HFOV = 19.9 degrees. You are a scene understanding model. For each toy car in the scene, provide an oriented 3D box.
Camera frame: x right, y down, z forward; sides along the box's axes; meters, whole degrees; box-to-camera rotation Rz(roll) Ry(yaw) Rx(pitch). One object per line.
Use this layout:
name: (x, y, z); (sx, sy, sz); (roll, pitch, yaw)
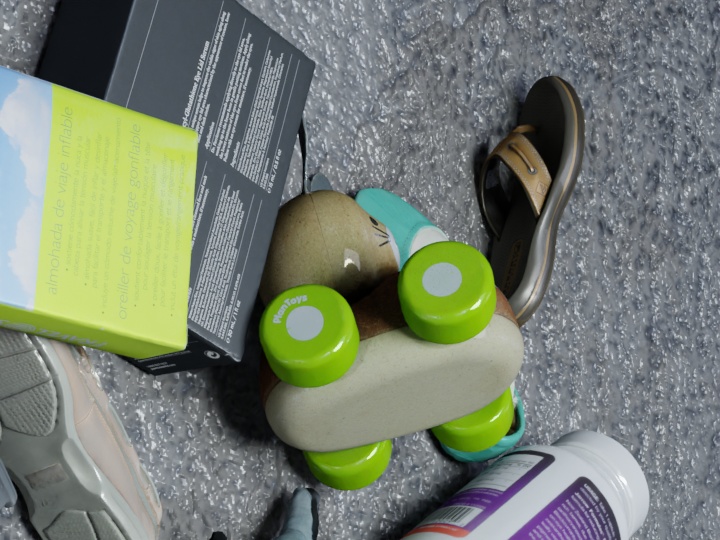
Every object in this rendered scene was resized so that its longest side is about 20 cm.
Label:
toy car: (0.000, 0.000, 1.237); (0.165, 0.157, 0.201); (75, -2, -58)

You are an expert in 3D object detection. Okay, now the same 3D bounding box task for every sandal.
sandal: (0.108, -0.052, 1.432); (0.054, 0.082, 0.201); (24, 69, -19)

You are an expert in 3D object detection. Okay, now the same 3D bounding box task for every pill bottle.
pill bottle: (0.105, 0.181, 1.329); (0.200, 0.111, 0.112); (-32, 105, -47)

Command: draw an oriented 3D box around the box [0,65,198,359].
box: (-0.171, -0.034, 1.007); (0.199, 0.047, 0.123); (17, 68, -41)

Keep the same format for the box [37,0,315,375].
box: (-0.116, -0.063, 1.161); (0.141, 0.078, 0.201); (37, 56, -40)

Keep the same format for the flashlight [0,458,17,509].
flashlight: (-0.237, 0.043, 1.009); (0.067, 0.068, 0.201); (-29, 105, -21)

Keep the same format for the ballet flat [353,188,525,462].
ballet flat: (0.059, 0.031, 1.344); (0.067, 0.070, 0.201); (-36, 107, -46)

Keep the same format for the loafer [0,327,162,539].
loafer: (-0.163, 0.078, 1.092); (0.201, 0.071, 0.063); (66, 25, -23)

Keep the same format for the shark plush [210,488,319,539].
shark plush: (-0.056, 0.178, 1.150); (0.083, 0.091, 0.200); (43, 45, -6)
